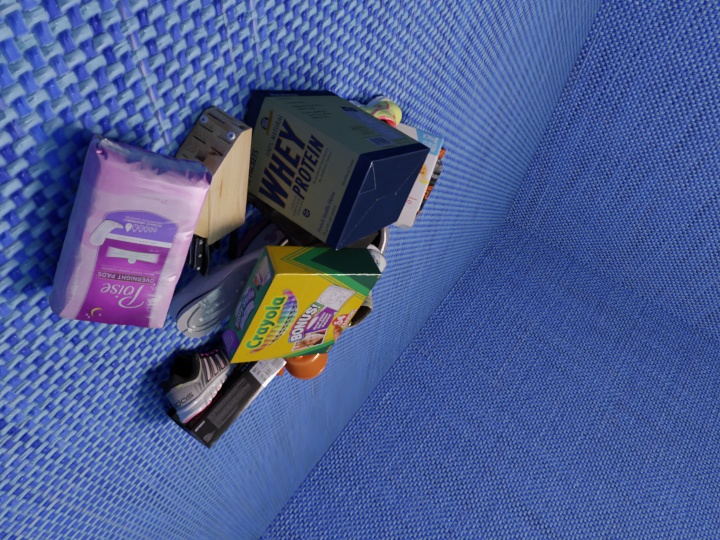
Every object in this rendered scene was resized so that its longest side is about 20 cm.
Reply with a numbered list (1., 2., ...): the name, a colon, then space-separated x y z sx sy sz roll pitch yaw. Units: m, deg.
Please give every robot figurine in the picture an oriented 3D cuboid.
1. robot figurine: -0.137 0.196 1.299 0.200 0.116 0.145 89 19 -62

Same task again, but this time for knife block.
1. knife block: -0.192 -0.093 0.721 0.201 0.064 0.176 -57 164 0

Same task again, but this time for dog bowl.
1. dog bowl: -0.155 -0.013 0.951 0.200 0.074 0.201 -50 162 -22

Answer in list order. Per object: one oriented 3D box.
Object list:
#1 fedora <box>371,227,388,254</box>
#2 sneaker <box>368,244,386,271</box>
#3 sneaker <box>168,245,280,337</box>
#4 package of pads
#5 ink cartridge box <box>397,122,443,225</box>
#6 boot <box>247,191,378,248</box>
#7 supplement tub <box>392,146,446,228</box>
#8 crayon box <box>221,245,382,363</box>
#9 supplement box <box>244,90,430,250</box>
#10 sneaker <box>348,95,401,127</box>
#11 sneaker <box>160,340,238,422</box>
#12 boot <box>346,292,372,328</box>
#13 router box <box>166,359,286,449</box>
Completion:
1. fedora: -0.038 -0.068 1.090 0.201 0.176 0.090 -56 -167 10
2. sneaker: 0.000 0.000 0.975 0.200 0.086 0.078 2 122 -60
3. sneaker: -0.196 0.014 0.799 0.199 0.080 0.077 -31 132 -16
4. package of pads: -0.251 -0.037 0.579 0.120 0.076 0.201 11 115 -35
5. ink cartridge box: 0.091 -0.203 1.139 0.068 0.114 0.201 -60 169 -76
6. boot: -0.076 -0.089 0.854 0.199 0.174 0.069 -16 151 -52
7. supplement tub: 0.110 -0.210 1.239 0.122 0.122 0.201 -20 141 -62
8. crayon box: -0.090 0.053 0.786 0.172 0.058 0.200 -1 138 -37
9. supplement box: -0.041 -0.158 0.783 0.200 0.199 0.135 -29 148 -56
10. sneaker: 0.036 -0.267 0.987 0.200 0.090 0.079 -35 151 -54
11. sneaker: -0.280 0.169 0.933 0.073 0.088 0.200 -29 -163 23
12. boot: -0.050 0.056 1.149 0.199 0.072 0.156 -26 -136 32
13. router box: -0.250 0.218 0.989 0.200 0.052 0.157 -48 -157 -27
